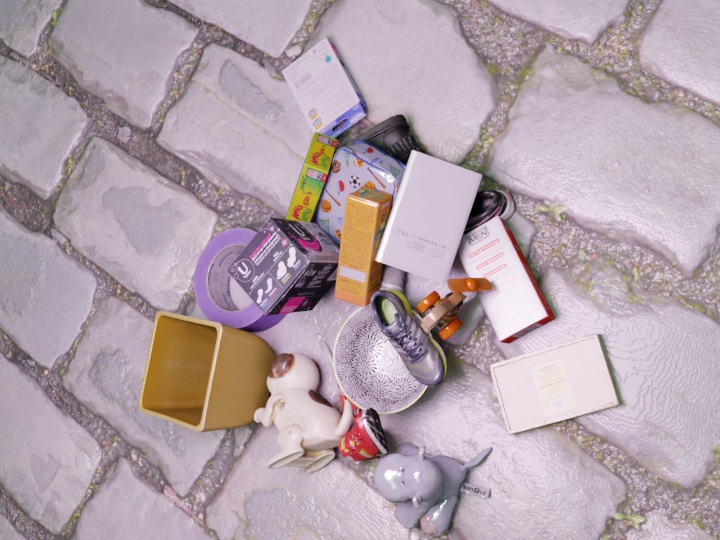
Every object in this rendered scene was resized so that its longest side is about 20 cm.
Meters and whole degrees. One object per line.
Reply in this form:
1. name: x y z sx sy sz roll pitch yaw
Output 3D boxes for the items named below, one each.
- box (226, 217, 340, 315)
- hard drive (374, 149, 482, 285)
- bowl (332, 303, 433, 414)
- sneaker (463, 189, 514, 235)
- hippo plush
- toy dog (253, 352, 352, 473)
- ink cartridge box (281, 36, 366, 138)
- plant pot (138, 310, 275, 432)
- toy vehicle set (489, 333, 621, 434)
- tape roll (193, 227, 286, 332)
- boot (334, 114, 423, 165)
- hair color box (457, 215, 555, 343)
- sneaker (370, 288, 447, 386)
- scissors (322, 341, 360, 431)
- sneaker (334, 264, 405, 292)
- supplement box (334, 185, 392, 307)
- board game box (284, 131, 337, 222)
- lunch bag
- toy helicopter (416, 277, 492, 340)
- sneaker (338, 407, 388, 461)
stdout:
1. box: -0.123 -0.010 1.603 0.115 0.200 0.132 45 105 14
2. hard drive: 0.118 -0.092 1.564 0.130 0.026 0.202 19 91 -1
3. bowl: 0.058 0.160 1.638 0.198 0.094 0.203 -4 81 25
4. sneaker: 0.174 -0.100 1.627 0.199 0.086 0.081 -30 69 19
5. hippo plush: 0.107 0.380 1.544 0.198 0.160 0.161 -1 81 25
6. toy dog: -0.115 0.250 1.677 0.194 0.139 0.202 -43 54 33
7. ink cartridge box: -0.068 -0.355 1.806 0.119 0.042 0.201 -33 67 17
8. plant pot: -0.274 0.197 1.720 0.194 0.199 0.197 8 85 41
9. toy vehicle set: 0.332 0.196 1.541 0.198 0.026 0.126 -19 74 21
10. tape roll: -0.230 0.020 1.801 0.198 0.085 0.203 -4 80 24
11. boot: 0.033 -0.181 1.710 0.210 0.079 0.159 -31 73 20
12. hair color box: 0.252 0.017 1.587 0.101 0.061 0.202 -29 72 19
13. sneaker: 0.074 0.115 1.541 0.074 0.081 0.201 -42 68 14
14. scissors: -0.039 0.234 1.716 0.073 0.014 0.201 -44 69 15
15. sneaker: 0.000 0.000 1.714 0.198 0.075 0.083 17 74 21
16. supplement box: 0.004 -0.042 1.595 0.068 0.066 0.202 15 116 21
17. board game box: -0.101 -0.151 1.700 0.047 0.102 0.201 19 134 -6
18. lunch bag: 0.009 -0.124 1.649 0.159 0.075 0.202 31 126 20
19. toy helicopter: 0.150 0.059 1.505 0.132 0.200 0.079 -42 83 17
20. sneaker: 0.002 0.303 1.581 0.084 0.200 0.078 -16 64 -3
